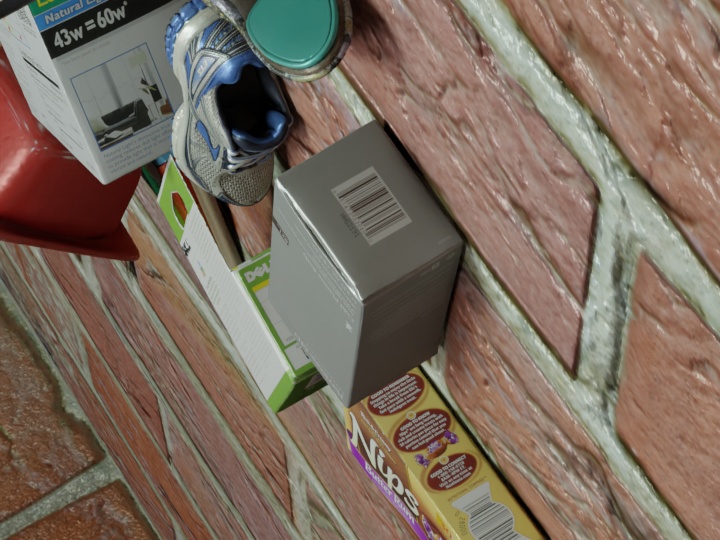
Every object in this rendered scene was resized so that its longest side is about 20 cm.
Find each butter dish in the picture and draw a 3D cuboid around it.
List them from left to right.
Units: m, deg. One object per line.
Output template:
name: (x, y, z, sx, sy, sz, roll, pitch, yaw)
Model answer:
butter dish: (-0.265, -0.122, 1.996, 0.199, 0.148, 0.200, 10, -145, -50)

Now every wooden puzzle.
wooden puzzle: (-0.174, -0.098, 2.067, 0.185, 0.037, 0.201, 50, 162, 40)

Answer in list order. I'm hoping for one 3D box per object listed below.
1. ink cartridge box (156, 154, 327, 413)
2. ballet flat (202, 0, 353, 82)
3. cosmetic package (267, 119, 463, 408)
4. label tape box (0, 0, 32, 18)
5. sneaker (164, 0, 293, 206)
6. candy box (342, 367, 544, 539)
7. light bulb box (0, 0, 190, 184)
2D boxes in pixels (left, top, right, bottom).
ink cartridge box: (-0.077, -0.002, 1.835, 0.201, 0.075, 0.148, 61, 167, 7)
ballet flat: (-0.046, -0.164, 1.451, 0.200, 0.072, 0.072, 46, 160, 47)
cosmetic package: (0.000, 0.000, 1.539, 0.107, 0.090, 0.200, 53, 161, 18)
label tape box: (-0.241, -0.260, 1.615, 0.145, 0.199, 0.063, 63, 166, -10)
sneaker: (-0.089, -0.104, 1.681, 0.085, 0.077, 0.201, 46, 161, 33)
candy box: (0.059, 0.158, 1.701, 0.200, 0.056, 0.117, 52, 164, 29)
light bulb box: (-0.211, -0.203, 1.808, 0.198, 0.124, 0.201, 39, 154, 58)
